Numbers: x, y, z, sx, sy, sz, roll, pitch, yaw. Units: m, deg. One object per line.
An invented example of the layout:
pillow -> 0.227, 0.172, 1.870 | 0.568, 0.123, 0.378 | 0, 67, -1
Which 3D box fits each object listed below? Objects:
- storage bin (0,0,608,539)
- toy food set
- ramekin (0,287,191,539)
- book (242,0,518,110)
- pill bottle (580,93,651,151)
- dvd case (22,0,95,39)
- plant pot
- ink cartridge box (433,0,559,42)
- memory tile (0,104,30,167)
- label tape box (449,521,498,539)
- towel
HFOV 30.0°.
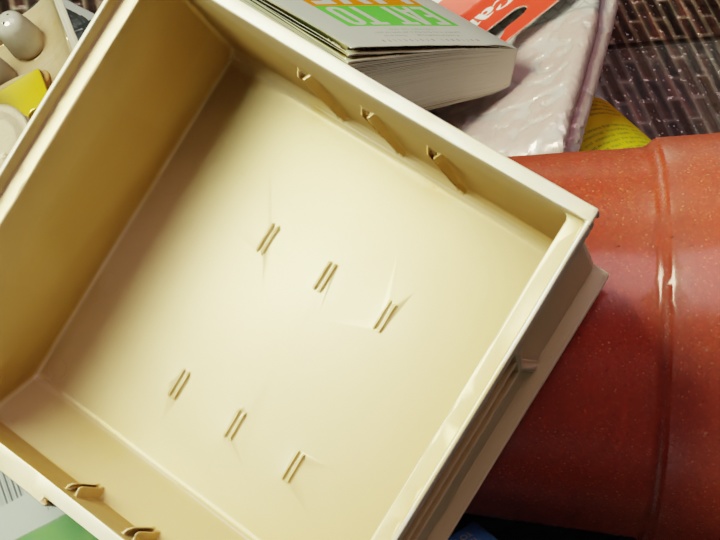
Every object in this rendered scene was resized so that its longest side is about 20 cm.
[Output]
storage bin -> -0.043, 0.023, 0.501 | 0.199, 0.094, 0.200 | 32, 89, 19
toy food set -> -0.253, -0.089, 0.815 | 0.199, 0.060, 0.144 | -30, 59, 5
ramekin -> -0.125, 0.089, 0.639 | 0.200, 0.201, 0.097 | 43, 22, 23
book -> -0.017, -0.155, 0.823 | 0.133, 0.049, 0.200 | -12, 36, -37
pill bottle -> 0.144, -0.046, 0.841 | 0.103, 0.105, 0.200 | -17, 44, -20
dvd case -> -0.175, -0.101, 0.895 | 0.199, 0.025, 0.151 | 28, 54, 15
plant pot -> 0.080, 0.030, 0.609 | 0.193, 0.202, 0.202 | 2, 52, 6
ink cartridge box -> 0.047, -0.197, 0.901 | 0.159, 0.047, 0.200 | -37, 32, 2
memory tile -> -0.290, -0.063, 0.783 | 0.199, 0.017, 0.154 | 30, 86, 22
label tape box -> 0.009, 0.182, 0.598 | 0.143, 0.201, 0.063 | -26, 60, -25
towel -> 0.065, -0.112, 0.861 | 0.198, 0.032, 0.192 | -15, 40, 38
